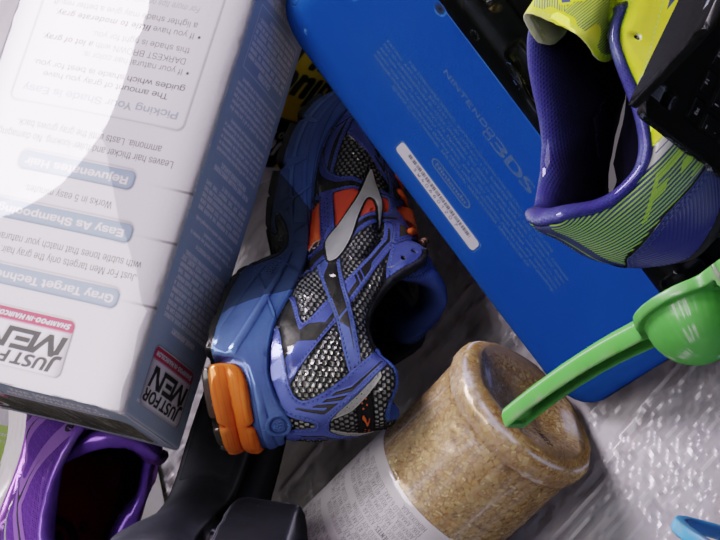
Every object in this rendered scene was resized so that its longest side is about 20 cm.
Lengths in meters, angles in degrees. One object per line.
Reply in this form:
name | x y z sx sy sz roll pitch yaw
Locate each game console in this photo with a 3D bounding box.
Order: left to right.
game console | 0.093 -0.078 0.859 0.200 0.118 0.171 54 152 3

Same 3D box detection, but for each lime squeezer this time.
lime squeezer | 0.112 0.029 0.684 0.200 0.038 0.071 13 116 53

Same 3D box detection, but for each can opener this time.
can opener | -0.053 0.094 0.921 0.200 0.078 0.064 -78 -9 -58

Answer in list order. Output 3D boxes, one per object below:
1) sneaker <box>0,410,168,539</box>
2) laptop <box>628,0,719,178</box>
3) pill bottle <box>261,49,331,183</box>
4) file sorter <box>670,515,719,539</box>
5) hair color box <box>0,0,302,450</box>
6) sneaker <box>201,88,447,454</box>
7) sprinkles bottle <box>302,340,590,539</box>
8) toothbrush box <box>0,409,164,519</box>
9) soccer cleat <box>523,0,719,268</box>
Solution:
sneaker | -0.103 0.053 0.958 0.083 0.080 0.201 -18 63 52
laptop | 0.167 -0.107 0.706 0.103 0.200 0.178 18 79 53
pill bottle | -0.051 -0.111 1.019 0.200 0.112 0.113 -52 47 21
file sorter | 0.202 0.024 0.699 0.123 0.138 0.201 31 99 49
hair color box | -0.095 -0.041 0.910 0.099 0.061 0.201 12 75 20
sneaker | 0.000 0.000 0.936 0.078 0.076 0.200 6 47 13
sprinkles bottle | 0.002 0.115 0.922 0.200 0.068 0.068 -47 49 25
toothbrush box | -0.162 0.122 1.032 0.086 0.145 0.201 -37 53 32
soccer cleat | 0.093 -0.101 0.763 0.065 0.083 0.201 3 88 58
